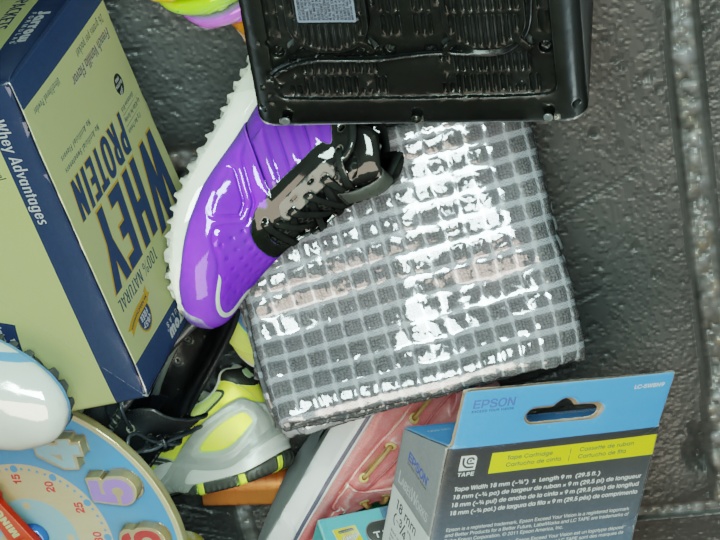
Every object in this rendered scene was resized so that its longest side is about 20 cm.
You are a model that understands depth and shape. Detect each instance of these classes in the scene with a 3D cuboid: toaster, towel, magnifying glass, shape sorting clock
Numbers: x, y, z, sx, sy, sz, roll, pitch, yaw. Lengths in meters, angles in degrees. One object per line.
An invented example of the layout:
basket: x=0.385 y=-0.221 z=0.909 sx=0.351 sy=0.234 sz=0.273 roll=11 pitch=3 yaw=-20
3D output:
toaster: x=0.024 y=-0.179 z=1.342 sx=0.179 sy=0.119 sz=0.201 roll=-1 pitch=131 yaw=10
towel: x=0.020 y=-0.002 z=1.533 sx=0.198 sy=0.086 sz=0.167 roll=-15 pitch=92 yaw=3
magnifying glass: x=-0.007 y=0.144 z=1.755 sx=0.198 sy=0.022 sz=0.080 roll=0 pitch=129 yaw=4
shape sorting clock: x=-0.197 y=0.163 z=1.606 sx=0.198 sy=0.039 sz=0.201 roll=12 pitch=124 yaw=19

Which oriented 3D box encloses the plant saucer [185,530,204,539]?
plant saucer: x=-0.155 y=0.208 z=1.733 sx=0.198 sy=0.049 sz=0.200 roll=8 pitch=156 yaw=20

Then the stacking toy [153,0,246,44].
stacking toy: x=-0.085 y=-0.174 z=1.455 sx=0.109 sy=0.117 sz=0.200 roll=-24 pitch=136 yaw=19

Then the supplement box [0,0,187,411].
supplement box: x=-0.218 y=-0.029 z=1.462 sx=0.198 sy=0.135 sz=0.201 roll=-11 pitch=118 yaw=22

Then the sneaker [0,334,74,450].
sneaker: x=-0.252 y=0.065 z=1.406 sx=0.198 sy=0.073 sz=0.072 roll=11 pitch=123 yaw=8

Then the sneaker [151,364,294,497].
sneaker: x=-0.134 y=0.113 z=1.716 sx=0.199 sy=0.075 sz=0.077 roll=-15 pitch=90 yaw=26

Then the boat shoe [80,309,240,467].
boat shoe: x=-0.132 y=0.085 z=1.612 sx=0.074 sy=0.062 sz=0.201 roll=3 pitch=117 yaw=-57

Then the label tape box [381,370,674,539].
label tape box: x=0.096 y=0.133 z=1.595 sx=0.143 sy=0.063 sz=0.201 roll=-4 pitch=123 yaw=-24

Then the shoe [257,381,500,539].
shoe: x=0.009 y=0.130 z=1.692 sx=0.091 sy=0.072 sz=0.201 roll=27 pitch=113 yaw=-8

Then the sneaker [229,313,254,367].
sneaker: x=0.000 y=0.000 z=1.600 sx=0.199 sy=0.076 sz=0.105 roll=-15 pitch=127 yaw=16

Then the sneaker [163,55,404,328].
sneaker: x=-0.032 y=-0.053 z=1.449 sx=0.099 sy=0.201 sz=0.070 roll=23 pitch=176 yaw=24

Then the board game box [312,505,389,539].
board game box: x=0.034 y=0.219 z=1.739 sx=0.150 sy=0.047 sz=0.201 roll=-10 pitch=146 yaw=-18
